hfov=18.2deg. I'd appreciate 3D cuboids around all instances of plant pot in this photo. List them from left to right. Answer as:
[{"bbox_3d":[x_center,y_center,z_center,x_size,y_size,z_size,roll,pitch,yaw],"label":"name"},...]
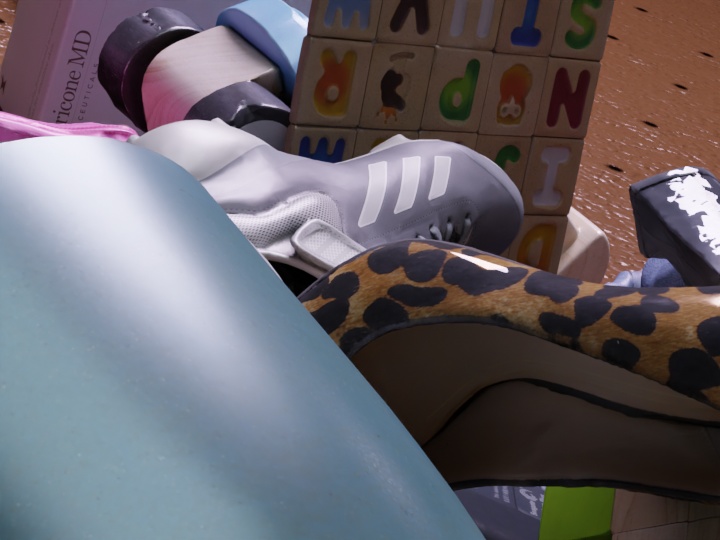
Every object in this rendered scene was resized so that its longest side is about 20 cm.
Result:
[{"bbox_3d":[-0.050,0.102,0.437,0.161,0.201,0.200,42,29,25],"label":"plant pot"}]

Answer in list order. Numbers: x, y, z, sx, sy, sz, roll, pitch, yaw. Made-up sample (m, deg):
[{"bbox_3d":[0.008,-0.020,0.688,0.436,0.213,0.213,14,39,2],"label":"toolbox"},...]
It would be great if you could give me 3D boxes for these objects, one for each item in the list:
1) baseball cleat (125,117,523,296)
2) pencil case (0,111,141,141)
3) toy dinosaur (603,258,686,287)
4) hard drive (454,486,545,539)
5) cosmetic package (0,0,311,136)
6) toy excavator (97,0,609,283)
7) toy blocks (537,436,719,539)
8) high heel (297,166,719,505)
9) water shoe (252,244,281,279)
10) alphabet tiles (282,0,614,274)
[{"bbox_3d":[0.000,0.000,0.789,0.200,0.070,0.107,2,42,-45],"label":"baseball cleat"},{"bbox_3d":[-0.169,-0.036,0.807,0.199,0.094,0.091,14,21,-17],"label":"pencil case"},{"bbox_3d":[0.140,0.022,0.869,0.105,0.200,0.182,45,12,-9],"label":"toy dinosaur"},{"bbox_3d":[0.013,0.064,0.756,0.200,0.033,0.140,24,17,-7],"label":"hard drive"},{"bbox_3d":[-0.056,-0.096,1.044,0.199,0.108,0.085,8,24,-25],"label":"cosmetic package"},{"bbox_3d":[0.012,-0.035,0.937,0.200,0.195,0.100,-22,37,-20],"label":"toy excavator"},{"bbox_3d":[0.129,0.108,0.668,0.137,0.100,0.200,45,44,-38],"label":"toy blocks"},{"bbox_3d":[0.039,0.048,0.616,0.200,0.072,0.143,-26,34,-1],"label":"high heel"},{"bbox_3d":[-0.043,0.050,0.593,0.200,0.071,0.079,51,27,8],"label":"water shoe"},{"bbox_3d":[0.034,-0.055,0.889,0.166,0.201,0.006,0,16,-44],"label":"alphabet tiles"}]
